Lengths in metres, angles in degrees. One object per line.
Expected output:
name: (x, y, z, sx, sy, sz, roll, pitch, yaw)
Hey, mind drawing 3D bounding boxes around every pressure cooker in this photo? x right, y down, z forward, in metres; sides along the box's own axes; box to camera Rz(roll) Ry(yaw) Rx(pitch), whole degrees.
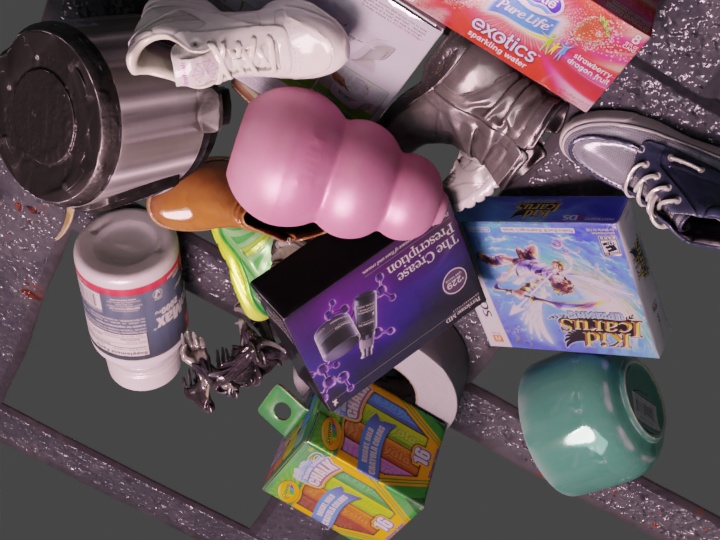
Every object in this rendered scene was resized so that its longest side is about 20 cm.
pressure cooker: (-0.231, -0.159, 1.294, 0.177, 0.199, 0.179, 52, 126, 13)

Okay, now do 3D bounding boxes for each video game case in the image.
video game case: (0.199, 0.007, 1.367, 0.198, 0.046, 0.182, 2, 135, 34)

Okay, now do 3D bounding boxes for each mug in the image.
mug: (0.264, 0.148, 1.447, 0.114, 0.185, 0.153, -24, 97, 34)

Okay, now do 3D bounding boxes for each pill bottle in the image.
pill bottle: (-0.259, 0.039, 1.550, 0.118, 0.120, 0.202, 11, 136, 11)

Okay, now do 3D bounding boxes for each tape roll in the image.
tape roll: (0.024, 0.115, 1.552, 0.198, 0.067, 0.202, 11, 136, 10)

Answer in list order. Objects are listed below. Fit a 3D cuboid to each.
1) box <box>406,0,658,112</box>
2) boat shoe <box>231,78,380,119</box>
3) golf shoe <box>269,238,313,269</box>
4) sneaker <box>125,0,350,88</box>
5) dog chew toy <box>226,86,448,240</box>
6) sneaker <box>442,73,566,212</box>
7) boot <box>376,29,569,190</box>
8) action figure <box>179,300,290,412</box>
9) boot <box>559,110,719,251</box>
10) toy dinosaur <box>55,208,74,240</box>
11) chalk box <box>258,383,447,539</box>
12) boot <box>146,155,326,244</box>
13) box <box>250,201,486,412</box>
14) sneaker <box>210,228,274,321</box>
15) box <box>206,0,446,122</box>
box: (0.144, -0.241, 1.134, 0.199, 0.096, 0.100, 30, 135, -9)
boat shoe: (-0.046, -0.138, 1.328, 0.199, 0.076, 0.072, 34, 138, -10)
golf shoe: (0.000, 0.000, 1.434, 0.198, 0.093, 0.073, 18, 152, -18)
sneaker: (-0.107, -0.184, 1.149, 0.197, 0.100, 0.076, 6, 133, 16)
dog chew toy: (-0.017, -0.085, 1.200, 0.198, 0.125, 0.125, 19, 137, -5)
sneaker: (0.126, -0.138, 1.273, 0.082, 0.075, 0.200, 38, 126, -1)
boot: (0.091, -0.119, 1.216, 0.132, 0.070, 0.200, 48, 138, 7)
action figure: (-0.150, 0.095, 1.547, 0.103, 0.118, 0.200, 62, 149, 7)
boot: (0.277, -0.082, 1.241, 0.197, 0.091, 0.073, 15, 137, 7)
toy dinosaur: (-0.320, -0.126, 1.473, 0.100, 0.058, 0.202, 11, 130, 32)
chalk box: (-0.025, 0.201, 1.517, 0.198, 0.125, 0.125, 29, 136, -8)
boot: (-0.116, -0.059, 1.322, 0.197, 0.155, 0.078, 0, 107, -5)
box: (0.011, 0.021, 1.322, 0.079, 0.199, 0.142, 44, 164, 45)
sneaker: (-0.116, -0.039, 1.466, 0.083, 0.074, 0.202, -18, 124, 1)
box: (-0.039, -0.236, 1.210, 0.199, 0.097, 0.177, 31, 135, -9)
